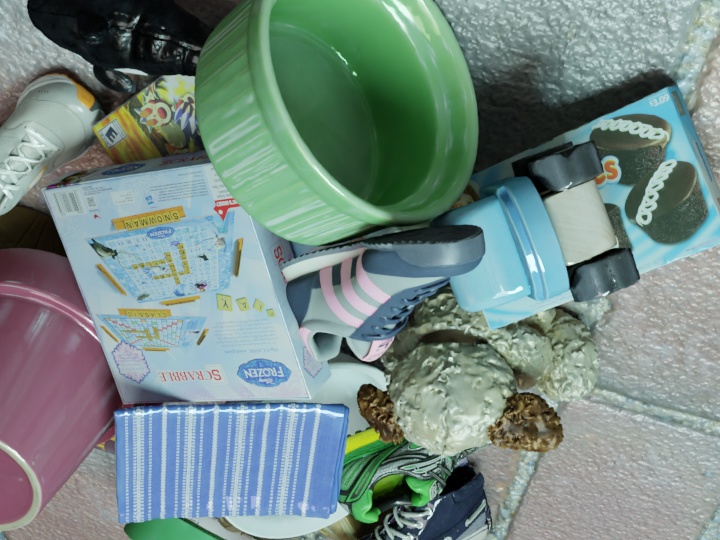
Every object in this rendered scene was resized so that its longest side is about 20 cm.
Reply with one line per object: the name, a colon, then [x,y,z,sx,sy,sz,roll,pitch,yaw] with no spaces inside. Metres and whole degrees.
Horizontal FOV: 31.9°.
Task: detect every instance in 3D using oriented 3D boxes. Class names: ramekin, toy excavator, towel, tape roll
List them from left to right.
tape roll: [-0.157,0.301,1.360,0.198,0.049,0.200,26,174,3]
towel: [-0.111,0.168,1.082,0.197,0.024,0.146,0,132,-11]
ramekin: [-0.019,-0.115,0.870,0.097,0.202,0.200,-22,124,44]
toy excavator: [0.074,-0.012,0.900,0.197,0.194,0.101,-20,94,-2]

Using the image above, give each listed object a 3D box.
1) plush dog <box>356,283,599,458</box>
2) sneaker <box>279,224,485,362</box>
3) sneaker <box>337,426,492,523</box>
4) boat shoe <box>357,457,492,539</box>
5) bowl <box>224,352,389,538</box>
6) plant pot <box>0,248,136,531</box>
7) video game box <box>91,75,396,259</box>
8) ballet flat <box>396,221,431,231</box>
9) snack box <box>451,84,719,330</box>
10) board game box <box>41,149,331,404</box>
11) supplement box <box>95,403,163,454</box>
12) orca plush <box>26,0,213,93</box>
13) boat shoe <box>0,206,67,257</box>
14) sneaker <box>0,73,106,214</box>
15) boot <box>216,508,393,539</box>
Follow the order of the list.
plush dog: [0.087,0.075,1.036,0.197,0.173,0.162,0,134,20]
sneaker: [0.020,0.017,0.854,0.199,0.069,0.083,-11,91,56]
sneaker: [0.067,0.175,1.165,0.198,0.085,0.079,-25,133,-11]
boat shoe: [0.042,0.255,1.251,0.075,0.198,0.094,41,148,42]
bowl: [-0.061,0.146,1.190,0.199,0.090,0.203,-17,129,-21]
plant pot: [-0.300,0.114,1.089,0.197,0.180,0.202,8,130,9]
video game box: [-0.094,-0.074,0.993,0.181,0.047,0.201,-28,99,34]
ballet flat: [0.000,0.000,1.050,0.069,0.070,0.199,39,140,-21]
snack box: [0.164,-0.044,0.939,0.198,0.037,0.118,-23,89,30]
board game box: [-0.139,0.009,1.008,0.198,0.041,0.202,-4,113,32]
supplement box: [-0.296,0.099,1.255,0.197,0.086,0.111,18,137,0]
orca plush: [-0.175,-0.162,0.923,0.199,0.071,0.106,36,124,11]
boat shoe: [-0.275,0.013,1.175,0.198,0.073,0.072,28,135,-19]
sneaker: [-0.291,-0.088,1.060,0.199,0.093,0.076,-28,121,37]
boot: [-0.066,0.253,1.342,0.154,0.073,0.200,-25,123,38]
